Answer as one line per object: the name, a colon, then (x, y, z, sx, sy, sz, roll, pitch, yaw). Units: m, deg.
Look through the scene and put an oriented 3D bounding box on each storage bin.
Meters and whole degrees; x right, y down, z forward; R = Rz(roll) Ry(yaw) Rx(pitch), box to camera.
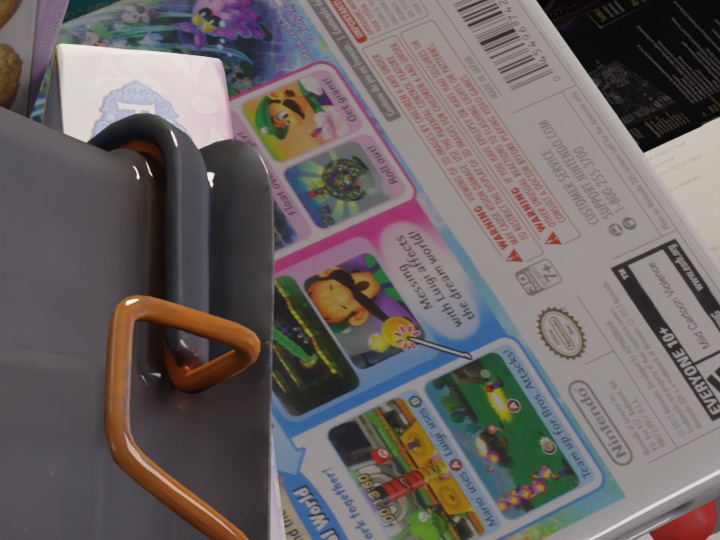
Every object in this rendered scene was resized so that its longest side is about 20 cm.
storage bin: (-0.099, 0.043, 0.503, 0.134, 0.145, 0.201, 28, 44, -32)

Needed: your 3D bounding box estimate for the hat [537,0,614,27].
hat: (0.007, -0.106, 1.004, 0.201, 0.200, 0.081, 41, 51, -42)

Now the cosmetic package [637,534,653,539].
cosmetic package: (0.045, 0.141, 0.965, 0.102, 0.071, 0.200, 53, 26, -27)

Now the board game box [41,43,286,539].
board game box: (-0.057, 0.091, 0.659, 0.041, 0.201, 0.200, 4, 44, -13)

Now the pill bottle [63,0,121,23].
pill bottle: (-0.046, -0.077, 0.920, 0.201, 0.110, 0.111, 70, 23, -12)

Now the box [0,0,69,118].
box: (-0.103, -0.032, 0.689, 0.041, 0.200, 0.039, -11, 60, -28)

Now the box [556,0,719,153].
box: (0.067, -0.113, 1.142, 0.200, 0.160, 0.044, 39, 36, -43)

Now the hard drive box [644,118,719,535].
hard drive box: (0.168, -0.008, 1.255, 0.077, 0.155, 0.201, 41, 34, -42)

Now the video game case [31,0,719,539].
video game case: (0.000, 0.000, 0.814, 0.181, 0.024, 0.200, -24, 69, -25)

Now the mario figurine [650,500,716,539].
mario figurine: (0.079, 0.014, 1.117, 0.201, 0.106, 0.123, 59, 23, -9)
